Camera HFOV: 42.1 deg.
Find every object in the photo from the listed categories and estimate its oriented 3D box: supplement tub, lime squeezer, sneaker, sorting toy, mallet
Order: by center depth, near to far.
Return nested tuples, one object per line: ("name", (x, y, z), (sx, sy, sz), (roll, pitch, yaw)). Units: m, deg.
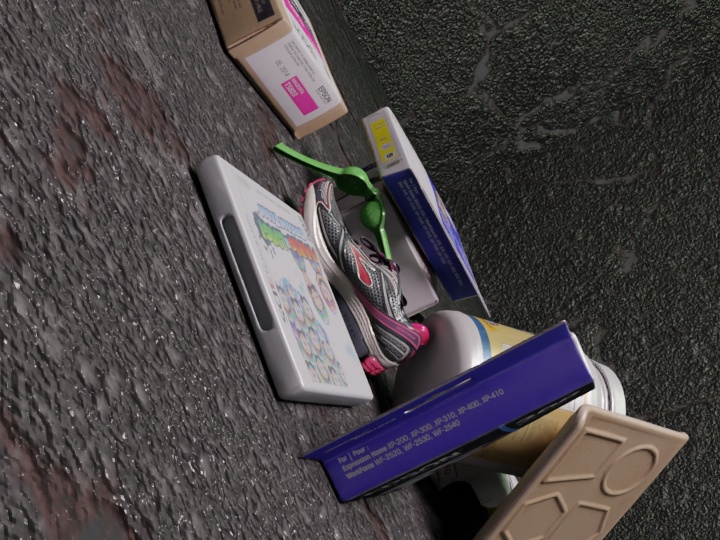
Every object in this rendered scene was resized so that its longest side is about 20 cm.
("sorting toy", (0.207, 0.209, 0.900), (0.200, 0.185, 0.036), (18, 24, -42))
("sneaker", (0.000, 0.000, 0.923), (0.200, 0.075, 0.081), (65, 9, 4))
("supplement tub", (0.148, 0.131, 0.940), (0.200, 0.145, 0.145), (17, 33, -22))
("lime squeezer", (-0.004, -0.067, 0.981), (0.200, 0.038, 0.071), (53, 38, 1))
("mallet", (0.175, 0.246, 0.988), (0.066, 0.200, 0.041), (60, -37, 42))

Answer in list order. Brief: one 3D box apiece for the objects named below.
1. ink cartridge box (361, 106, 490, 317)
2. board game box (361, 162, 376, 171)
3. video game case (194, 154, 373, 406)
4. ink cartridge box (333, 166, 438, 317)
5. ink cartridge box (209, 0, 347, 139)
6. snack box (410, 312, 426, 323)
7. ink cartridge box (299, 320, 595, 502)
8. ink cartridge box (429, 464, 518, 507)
("ink cartridge box", (0.074, -0.064, 1.077), (0.198, 0.047, 0.200), (58, 13, -34))
("board game box", (0.058, -0.065, 1.459), (0.200, 0.062, 0.200), (62, 10, -12))
("video game case", (-0.053, 0.017, 0.735), (0.182, 0.024, 0.200), (68, 9, 14))
("ink cartridge box", (0.026, -0.034, 1.124), (0.145, 0.084, 0.200), (62, 10, -13))
("ink cartridge box", (-0.101, -0.273, 1.075), (0.165, 0.075, 0.200), (68, 9, 26))
("snack box", (0.117, 0.122, 1.128), (0.200, 0.037, 0.116), (40, -9, 39))
("ink cartridge box", (0.076, 0.109, 0.683), (0.043, 0.198, 0.200), (64, 10, 17))
("ink cartridge box", (0.133, 0.239, 1.060), (0.200, 0.067, 0.116), (60, 10, -28))
